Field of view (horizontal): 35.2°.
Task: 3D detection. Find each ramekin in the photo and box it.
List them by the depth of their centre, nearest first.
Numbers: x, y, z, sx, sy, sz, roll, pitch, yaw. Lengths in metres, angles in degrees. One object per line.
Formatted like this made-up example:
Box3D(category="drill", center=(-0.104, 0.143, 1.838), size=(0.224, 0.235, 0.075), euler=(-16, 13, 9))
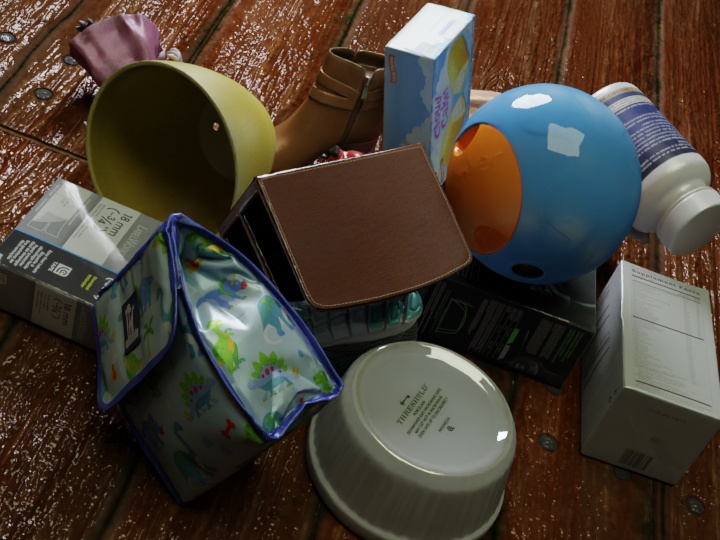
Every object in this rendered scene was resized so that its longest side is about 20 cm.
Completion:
Box3D(category="ramekin", center=(0.054, 0.156, 1.058), size=(0.200, 0.095, 0.204), euler=(13, 41, -12))

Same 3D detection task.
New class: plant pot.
Box3D(category="plant pot", center=(-0.169, -0.129, 1.203), size=(0.199, 0.201, 0.142), euler=(37, 31, 16))

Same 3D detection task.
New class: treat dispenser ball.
Box3D(category="treat dispenser ball", center=(0.185, -0.087, 1.155), size=(0.199, 0.202, 0.202), euler=(13, 41, -11))

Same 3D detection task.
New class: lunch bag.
Box3D(category="lunch bag", center=(-0.140, 0.072, 0.961), size=(0.127, 0.170, 0.201), euler=(-28, 83, -45))

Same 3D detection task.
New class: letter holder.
Box3D(category="letter holder", center=(-0.010, -0.022, 1.085), size=(0.198, 0.101, 0.143), euler=(-16, 74, -36))

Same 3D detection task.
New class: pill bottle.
Box3D(category="pill bottle", center=(0.335, -0.116, 1.322), size=(0.110, 0.112, 0.201), euler=(-9, 50, -32))

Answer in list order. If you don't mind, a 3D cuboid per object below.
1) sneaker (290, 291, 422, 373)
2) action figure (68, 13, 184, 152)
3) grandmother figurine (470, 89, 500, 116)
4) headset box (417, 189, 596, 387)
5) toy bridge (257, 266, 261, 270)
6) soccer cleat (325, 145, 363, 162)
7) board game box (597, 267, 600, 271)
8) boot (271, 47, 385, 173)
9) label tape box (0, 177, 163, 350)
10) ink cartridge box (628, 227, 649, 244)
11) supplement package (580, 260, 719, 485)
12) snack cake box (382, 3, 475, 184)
Box3D(category="sneaker", center=(-0.033, 0.071, 1.127), size=(0.197, 0.092, 0.078), euler=(-5, 46, 6))
Box3D(category="action figure", center=(-0.261, -0.198, 1.321), size=(0.133, 0.149, 0.201), euler=(-26, 75, -8))
Box3D(category="grandmother figurine", center=(0.104, -0.228, 1.530), size=(0.198, 0.061, 0.122), euler=(8, 33, -21))
Box3D(category="headset box", center=(0.168, 0.014, 1.265), size=(0.198, 0.093, 0.175), euler=(19, 40, -5))
Box3D(category="toy bridge", center=(-0.118, 0.014, 1.113), size=(0.027, 0.067, 0.202), euler=(27, 58, -23))
Box3D(category="soccer cleat", center=(-0.059, -0.045, 1.205), size=(0.200, 0.085, 0.069), euler=(-43, 45, -3))
Box3D(category="board game box", center=(0.210, -0.077, 1.436), size=(0.198, 0.029, 0.135), euler=(18, 40, -6))
Box3D(category="boot", center=(-0.056, -0.189, 1.335), size=(0.198, 0.156, 0.074), euler=(-10, 49, -33))
Box3D(category="label tape box", center=(-0.241, 0.007, 1.107), size=(0.198, 0.064, 0.145), euler=(23, 41, 1))
Box3D(category="ink cartridge box", center=(0.251, -0.081, 1.384), size=(0.198, 0.068, 0.116), euler=(24, 41, 1))
Box3D(category="supplement package", center=(0.308, 0.106, 1.218), size=(0.113, 0.110, 0.201), euler=(19, 41, -4))
Box3D(category="snack cake box", center=(0.081, -0.200, 1.360), size=(0.067, 0.202, 0.115), euler=(19, 45, 20))
